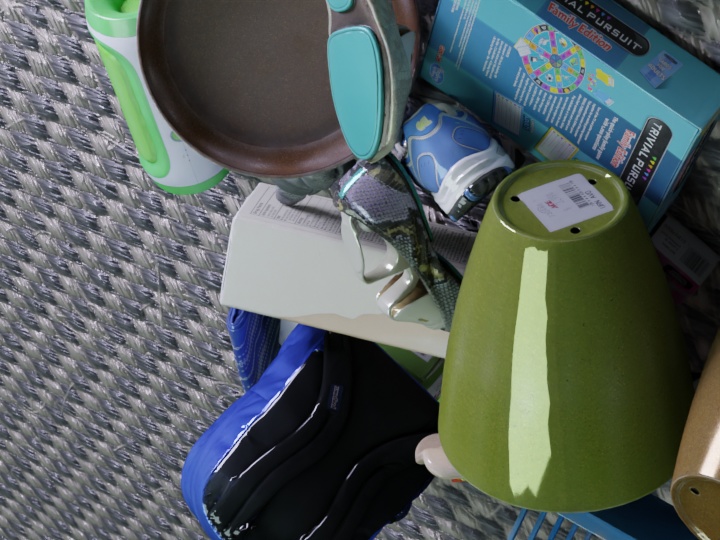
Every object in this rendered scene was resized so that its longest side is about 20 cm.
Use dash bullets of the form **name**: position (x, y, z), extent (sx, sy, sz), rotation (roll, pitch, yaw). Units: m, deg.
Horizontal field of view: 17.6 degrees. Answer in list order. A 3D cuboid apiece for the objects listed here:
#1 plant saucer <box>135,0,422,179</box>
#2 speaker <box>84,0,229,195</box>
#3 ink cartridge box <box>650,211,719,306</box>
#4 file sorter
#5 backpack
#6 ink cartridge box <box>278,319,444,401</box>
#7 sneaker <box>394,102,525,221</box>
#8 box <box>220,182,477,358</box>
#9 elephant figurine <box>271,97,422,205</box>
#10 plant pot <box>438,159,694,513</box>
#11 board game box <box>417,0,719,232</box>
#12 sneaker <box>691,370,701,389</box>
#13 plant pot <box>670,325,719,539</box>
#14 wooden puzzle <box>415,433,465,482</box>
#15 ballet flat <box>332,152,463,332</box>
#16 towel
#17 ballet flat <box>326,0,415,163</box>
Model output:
- **plant saucer**: position (-0.057, -0.165, 1.626), extent (0.200, 0.200, 0.032), rotation (45, -179, -9)
- **speaker**: position (-0.160, -0.155, 1.883), extent (0.088, 0.088, 0.200), rotation (23, 148, 31)
- **ink cartridge box**: position (0.186, 0.005, 1.734), extent (0.095, 0.037, 0.200), rotation (40, 155, 1)
- **file sorter**: position (0.191, 0.237, 1.743), extent (0.139, 0.123, 0.200), rotation (29, -171, 23)
- **backpack**: position (-0.043, 0.156, 1.887), extent (0.162, 0.200, 0.168), rotation (42, 169, -13)
- **ink cartridge box**: position (0.006, 0.078, 2.025), extent (0.148, 0.076, 0.200), rotation (34, 151, 14)
- **sneaker**: position (0.068, -0.085, 1.661), extent (0.077, 0.076, 0.200), rotation (50, 180, 0)
- **box**: position (0.000, 0.000, 1.805), extent (0.199, 0.095, 0.078), rotation (14, 111, 7)
- **elephant figurine**: position (-0.054, -0.163, 1.715), extent (0.200, 0.155, 0.142), rotation (55, -175, -6)
- **plant pot**: position (0.141, 0.030, 1.604), extent (0.187, 0.187, 0.200), rotation (22, 135, 32)
- **board game box**: position (0.142, -0.129, 1.571), extent (0.200, 0.047, 0.151), rotation (36, 155, 9)
- **sneaker**: position (0.298, 0.148, 1.760), extent (0.200, 0.074, 0.079), rotation (53, 170, -23)
- **plant pot**: position (0.295, 0.097, 1.547), extent (0.186, 0.200, 0.187), rotation (31, 153, 18)
- **wooden puzzle**: position (0.136, 0.139, 1.741), extent (0.200, 0.184, 0.037), rotation (141, 124, -89)
- **ballet flat**: position (0.032, -0.004, 1.678), extent (0.072, 0.072, 0.200), rotation (15, 150, 40)
- **towel**: position (-0.076, 0.054, 2.035), extent (0.024, 0.145, 0.200), rotation (5, 142, 14)
- **ballet flat**: position (0.009, -0.175, 1.587), extent (0.067, 0.062, 0.201), rotation (5, 109, 54)
